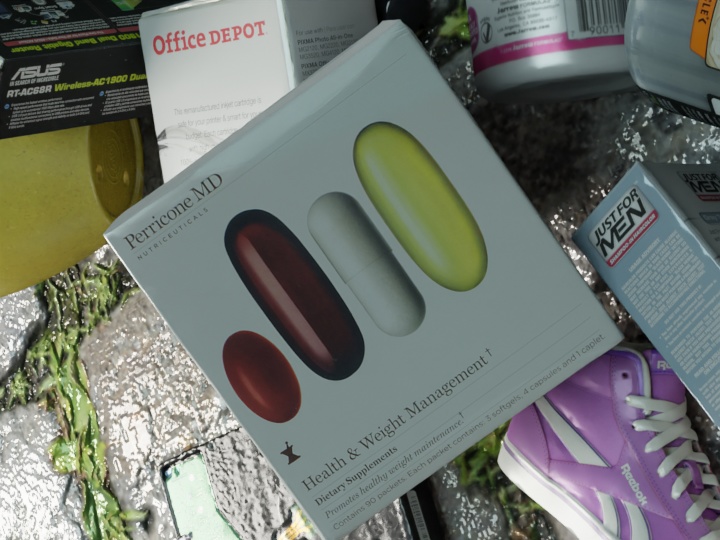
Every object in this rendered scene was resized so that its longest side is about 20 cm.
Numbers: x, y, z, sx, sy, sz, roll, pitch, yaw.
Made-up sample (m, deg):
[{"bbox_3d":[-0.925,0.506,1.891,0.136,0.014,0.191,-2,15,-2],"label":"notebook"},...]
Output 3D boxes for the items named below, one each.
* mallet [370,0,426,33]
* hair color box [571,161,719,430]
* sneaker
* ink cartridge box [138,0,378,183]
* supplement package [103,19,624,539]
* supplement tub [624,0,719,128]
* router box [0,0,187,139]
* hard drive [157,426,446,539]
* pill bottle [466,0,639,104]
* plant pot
[{"bbox_3d":[0.036,-0.236,1.125,0.066,0.041,0.201,34,109,35],"label":"mallet"},{"bbox_3d":[0.207,0.035,0.948,0.061,0.099,0.200,-50,62,31],"label":"hair color box"},{"bbox_3d":[0.166,0.106,1.006,0.200,0.072,0.115,36,111,33],"label":"sneaker"},{"bbox_3d":[-0.051,-0.071,1.144,0.145,0.083,0.201,-2,99,48],"label":"ink cartridge box"},{"bbox_3d":[0.000,0.000,1.000,0.191,0.147,0.200,-36,97,2],"label":"supplement package"},{"bbox_3d":[0.239,-0.112,0.901,0.199,0.122,0.123,23,106,37],"label":"supplement tub"},{"bbox_3d":[-0.196,-0.161,1.213,0.150,0.199,0.062,42,128,31],"label":"router box"},{"bbox_3d":[-0.039,0.160,1.199,0.200,0.038,0.140,-27,74,37],"label":"hard drive"},{"bbox_3d":[0.108,-0.198,1.013,0.113,0.113,0.201,-8,86,40],"label":"pill bottle"},{"bbox_3d":[-0.231,-0.076,1.273,0.141,0.200,0.201,-4,89,15],"label":"plant pot"}]
